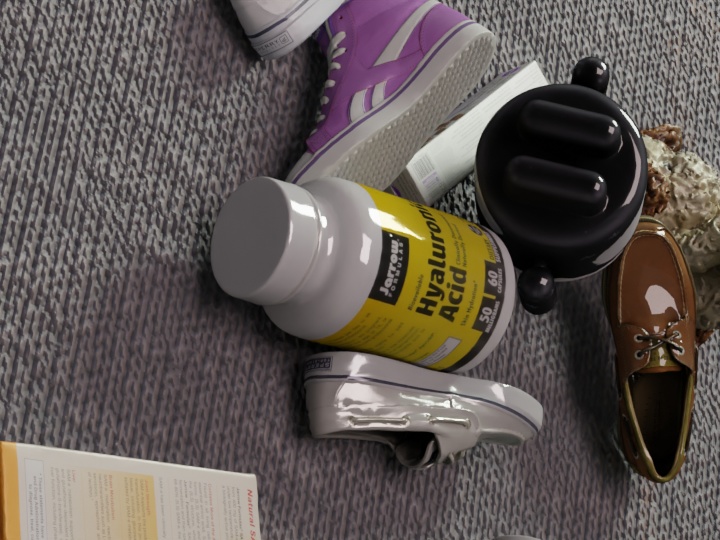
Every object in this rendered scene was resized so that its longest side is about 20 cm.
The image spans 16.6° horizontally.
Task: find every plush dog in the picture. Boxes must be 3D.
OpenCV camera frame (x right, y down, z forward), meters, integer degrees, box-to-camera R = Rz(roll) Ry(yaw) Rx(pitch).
[{"bbox_3d":[0.250,-0.037,1.950,0.172,0.160,0.200,47,16,-3],"label":"plush dog"}]

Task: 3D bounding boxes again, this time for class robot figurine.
[{"bbox_3d":[0.145,-0.061,1.766,0.150,0.200,0.125,-36,78,-5],"label":"robot figurine"}]

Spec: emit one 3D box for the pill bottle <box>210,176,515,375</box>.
[{"bbox_3d":[0.000,0.000,1.666,0.200,0.111,0.111,16,63,-40],"label":"pill bottle"}]

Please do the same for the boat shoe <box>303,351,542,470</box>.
[{"bbox_3d":[0.045,0.105,1.703,0.200,0.072,0.066,17,68,-41],"label":"boat shoe"}]

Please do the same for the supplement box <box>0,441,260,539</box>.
[{"bbox_3d":[-0.152,0.178,1.462,0.200,0.074,0.126,13,65,-43],"label":"supplement box"}]

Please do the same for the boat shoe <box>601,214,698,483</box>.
[{"bbox_3d":[0.224,0.060,1.853,0.068,0.072,0.200,-104,-175,-76],"label":"boat shoe"}]

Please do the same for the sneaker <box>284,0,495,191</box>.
[{"bbox_3d":[-0.009,-0.121,1.750,0.200,0.114,0.073,-45,154,-24],"label":"sneaker"}]

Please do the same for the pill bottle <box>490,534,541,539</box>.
[{"bbox_3d":[0.090,0.277,1.649,0.111,0.111,0.200,42,48,-27],"label":"pill bottle"}]

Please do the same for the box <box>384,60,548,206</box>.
[{"bbox_3d":[0.078,-0.098,1.841,0.200,0.039,0.041,-41,105,-47],"label":"box"}]

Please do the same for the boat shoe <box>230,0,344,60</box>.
[{"bbox_3d":[-0.024,-0.230,1.760,0.067,0.074,0.200,56,44,-18],"label":"boat shoe"}]
